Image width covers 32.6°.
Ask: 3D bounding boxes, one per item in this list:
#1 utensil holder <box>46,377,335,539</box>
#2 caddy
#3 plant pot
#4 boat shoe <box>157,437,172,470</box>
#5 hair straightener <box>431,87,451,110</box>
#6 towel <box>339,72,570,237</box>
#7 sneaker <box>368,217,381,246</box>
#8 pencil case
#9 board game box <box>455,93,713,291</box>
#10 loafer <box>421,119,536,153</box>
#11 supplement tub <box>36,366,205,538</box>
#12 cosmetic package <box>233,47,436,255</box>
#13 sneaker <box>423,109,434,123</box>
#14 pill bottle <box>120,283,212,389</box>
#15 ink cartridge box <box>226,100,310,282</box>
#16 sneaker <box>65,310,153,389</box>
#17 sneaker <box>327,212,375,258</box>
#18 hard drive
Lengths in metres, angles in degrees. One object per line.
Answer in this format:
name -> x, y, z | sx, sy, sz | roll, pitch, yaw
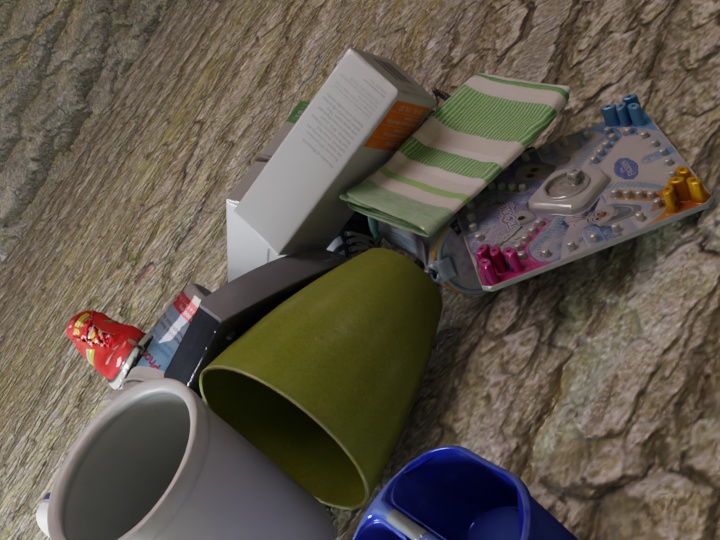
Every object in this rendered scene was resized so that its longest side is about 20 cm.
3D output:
utensil holder -> -0.140, 0.216, 1.067 | 0.169, 0.200, 0.171 | -28, 38, 25
caddy -> 0.064, 0.203, 0.864 | 0.142, 0.105, 0.200 | -55, 23, -9
plant pot -> -0.015, 0.081, 1.132 | 0.200, 0.187, 0.187 | -51, 21, -28
boat shoe -> -0.171, 0.208, 1.207 | 0.072, 0.201, 0.068 | -19, 39, -24
hair straightener -> 0.076, -0.144, 1.445 | 0.077, 0.041, 0.201 | -34, 33, 35
towel -> 0.089, -0.114, 1.149 | 0.200, 0.023, 0.152 | -42, 31, -16
sneaker -> -0.022, -0.031, 1.417 | 0.200, 0.078, 0.140 | -51, 2, -13
pencil case -> 0.082, -0.038, 1.224 | 0.091, 0.083, 0.200 | -40, 22, -2
board game box -> 0.179, -0.075, 1.072 | 0.199, 0.026, 0.200 | -21, 30, 6
loafer -> 0.087, -0.126, 1.243 | 0.075, 0.198, 0.070 | -39, -46, -72
supplement tub -> -0.251, 0.223, 1.364 | 0.145, 0.145, 0.201 | -15, 41, 54
cosmetic package -> -0.024, -0.112, 1.204 | 0.200, 0.071, 0.101 | -52, -18, 18
sneaker -> 0.069, -0.150, 1.325 | 0.198, 0.083, 0.073 | -10, -9, 4
pill bottle -> -0.231, 0.123, 1.525 | 0.200, 0.109, 0.109 | -50, 23, 1
ink cartridge box -> -0.080, -0.082, 1.465 | 0.147, 0.084, 0.200 | 94, -159, -46
sneaker -> -0.313, 0.087, 1.480 | 0.077, 0.085, 0.200 | -57, 22, -15
sneaker -> 0.000, 0.000, 1.280 | 0.108, 0.070, 0.202 | -10, 73, 57
hard drive -> -0.101, 0.048, 1.188 | 0.200, 0.042, 0.135 | -27, -26, -51
